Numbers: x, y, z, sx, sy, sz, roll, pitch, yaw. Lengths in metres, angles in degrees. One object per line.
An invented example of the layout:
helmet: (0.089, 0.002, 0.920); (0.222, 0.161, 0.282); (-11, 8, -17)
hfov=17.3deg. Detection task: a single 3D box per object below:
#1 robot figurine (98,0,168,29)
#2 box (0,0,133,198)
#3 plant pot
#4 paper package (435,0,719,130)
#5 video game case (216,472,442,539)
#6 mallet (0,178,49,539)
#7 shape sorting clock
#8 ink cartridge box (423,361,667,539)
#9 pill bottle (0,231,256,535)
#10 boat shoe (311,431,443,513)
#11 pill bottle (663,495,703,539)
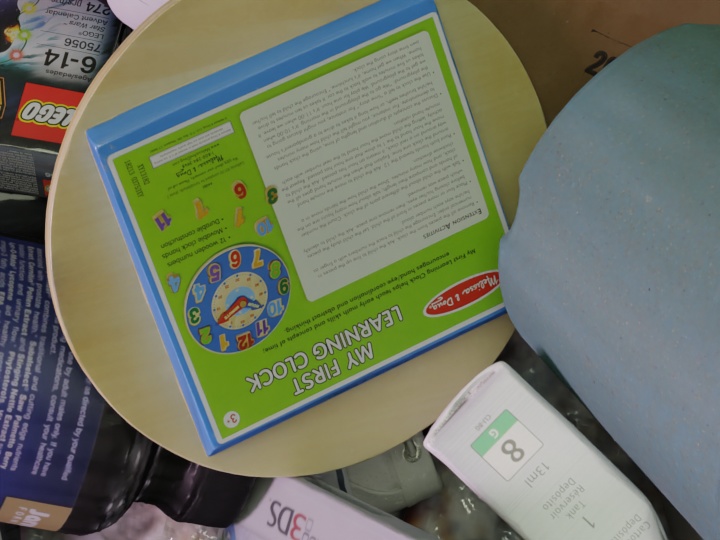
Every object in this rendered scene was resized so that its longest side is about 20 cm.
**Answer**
robot figurine: (-0.090, -0.178, 0.950); (0.200, 0.125, 0.150); (44, 103, 22)
box: (-0.196, -0.109, 1.001); (0.200, 0.040, 0.137); (9, 60, 3)
plant pot: (0.162, 0.020, 0.825); (0.200, 0.200, 0.196); (-41, 47, -7)
paper package: (0.115, -0.142, 0.923); (0.200, 0.103, 0.191); (17, 118, -15)
video game case: (-0.034, 0.179, 0.877); (0.022, 0.182, 0.200); (16, 89, -23)
mallet: (-0.145, 0.046, 0.994); (0.066, 0.041, 0.200); (-11, 83, -4)
shape sorting clock: (-0.020, -0.019, 0.878); (0.200, 0.039, 0.200); (-5, 104, -21)
ink cartridge box: (0.114, 0.121, 0.906); (0.200, 0.161, 0.050); (42, 89, 9)
pill bottle: (-0.140, 0.041, 0.920); (0.200, 0.112, 0.112); (12, 78, -15)
boat shoe: (0.000, 0.000, 0.978); (0.086, 0.075, 0.202); (-12, 81, -1)
pill bottle: (0.231, 0.087, 0.936); (0.200, 0.113, 0.113); (-28, 79, -5)
